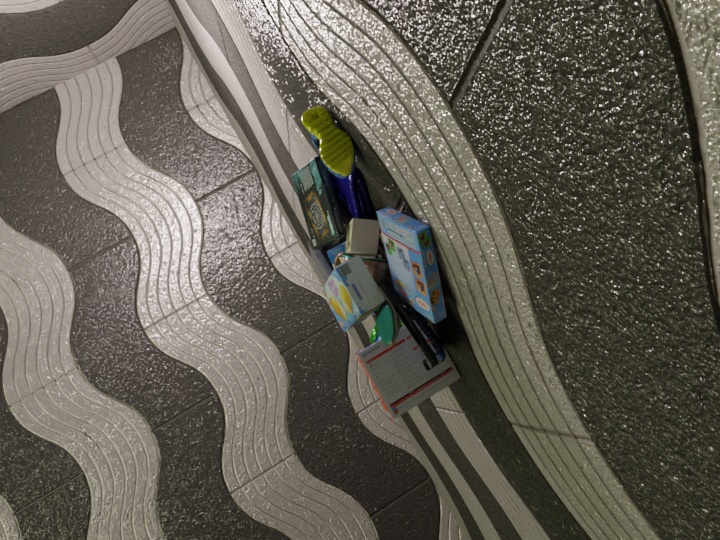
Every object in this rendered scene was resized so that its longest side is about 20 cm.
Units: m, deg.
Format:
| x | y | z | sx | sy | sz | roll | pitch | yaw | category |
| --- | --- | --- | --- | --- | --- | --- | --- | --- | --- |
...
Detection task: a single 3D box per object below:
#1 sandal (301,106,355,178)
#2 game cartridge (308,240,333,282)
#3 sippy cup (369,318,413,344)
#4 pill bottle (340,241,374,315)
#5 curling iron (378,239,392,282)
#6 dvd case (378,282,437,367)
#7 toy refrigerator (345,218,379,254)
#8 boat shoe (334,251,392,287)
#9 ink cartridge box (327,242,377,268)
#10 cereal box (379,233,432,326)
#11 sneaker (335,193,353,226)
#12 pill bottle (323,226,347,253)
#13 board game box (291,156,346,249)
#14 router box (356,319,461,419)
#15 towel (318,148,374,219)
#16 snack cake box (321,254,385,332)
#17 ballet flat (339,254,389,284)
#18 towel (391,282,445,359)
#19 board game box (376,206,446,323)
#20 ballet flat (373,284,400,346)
| x | y | z | sx | sy | sz | roll | pitch | yaw | category |
| --- | --- | --- | --- | --- | --- | --- | --- | --- | --- |
| -0.062 | -0.274 | 1.384 | 0.087 | 0.079 | 0.201 | 68 | 178 | -57 | sandal |
| -0.086 | 0.015 | 1.797 | 0.201 | 0.038 | 0.130 | 58 | 166 | 17 | game cartridge |
| 0.115 | 0.188 | 1.664 | 0.130 | 0.140 | 0.177 | 43 | -173 | 31 | sippy cup |
| 0.009 | 0.019 | 1.745 | 0.201 | 0.112 | 0.113 | 58 | 171 | 20 | pill bottle |
| 0.074 | 0.001 | 1.606 | 0.202 | 0.025 | 0.050 | 64 | 173 | -17 | curling iron |
| 0.103 | 0.112 | 1.344 | 0.201 | 0.017 | 0.143 | 56 | -176 | 4 | dvd case |
| 0.000 | -0.076 | 1.470 | 0.200 | 0.069 | 0.077 | -171 | 86 | -85 | toy refrigerator |
| 0.023 | 0.026 | 1.571 | 0.200 | 0.071 | 0.069 | 41 | 180 | 24 | boat shoe |
| 0.006 | 0.020 | 1.648 | 0.202 | 0.115 | 0.067 | 66 | -174 | 16 | ink cartridge box |
| 0.112 | 0.016 | 1.397 | 0.201 | 0.039 | 0.144 | 56 | 171 | 22 | cereal box |
| -0.059 | -0.170 | 1.677 | 0.106 | 0.075 | 0.200 | 35 | -166 | -14 | sneaker |
| -0.071 | -0.087 | 1.851 | 0.116 | 0.115 | 0.201 | 53 | 168 | 40 | pill bottle |
| -0.105 | -0.165 | 1.558 | 0.135 | 0.028 | 0.203 | -22 | 84 | 56 | board game box |
| 0.117 | 0.233 | 1.532 | 0.181 | 0.198 | 0.049 | 61 | 171 | 5 | router box |
| -0.041 | -0.213 | 1.516 | 0.200 | 0.049 | 0.149 | 51 | 168 | 46 | towel |
| -0.021 | 0.055 | 1.399 | 0.116 | 0.067 | 0.200 | 58 | 161 | 8 | snack cake box |
| 0.000 | 0.000 | 1.472 | 0.199 | 0.067 | 0.068 | 10 | 91 | 63 | ballet flat |
| 0.131 | 0.112 | 1.448 | 0.201 | 0.024 | 0.145 | 54 | -174 | -3 | towel |
| 0.101 | -0.012 | 1.244 | 0.151 | 0.036 | 0.202 | 35 | 144 | 55 | board game box |
| 0.063 | 0.094 | 1.440 | 0.068 | 0.063 | 0.201 | -57 | 37 | 29 | ballet flat |
